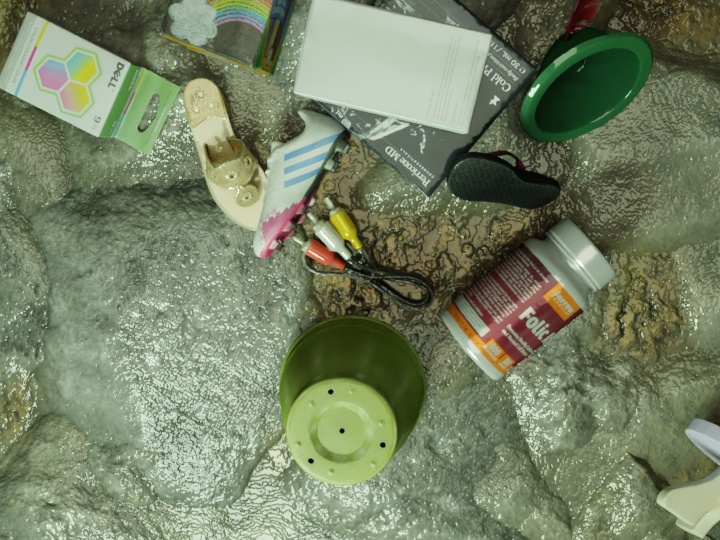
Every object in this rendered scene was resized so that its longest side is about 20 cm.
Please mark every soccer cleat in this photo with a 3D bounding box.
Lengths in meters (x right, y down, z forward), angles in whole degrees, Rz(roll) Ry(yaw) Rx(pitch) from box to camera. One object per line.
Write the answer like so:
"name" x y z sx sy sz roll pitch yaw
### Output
"soccer cleat" -0.094 -0.114 1.127 0.086 0.070 0.200 33 93 5

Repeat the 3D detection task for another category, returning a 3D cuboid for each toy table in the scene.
"toy table" 0.472 0.291 1.103 0.200 0.184 0.117 34 82 7

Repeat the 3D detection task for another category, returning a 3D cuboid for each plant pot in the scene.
"plant pot" -0.017 0.171 1.094 0.200 0.193 0.201 1 98 4

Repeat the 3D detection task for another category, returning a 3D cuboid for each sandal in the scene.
"sandal" -0.176 -0.144 1.121 0.078 0.070 0.212 -22 96 6
"sandal" 0.169 -0.115 1.067 0.075 0.200 0.045 -31 64 36

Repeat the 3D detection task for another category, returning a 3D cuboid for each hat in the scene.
"hat" 0.250 -0.282 1.089 0.200 0.166 0.176 -20 59 -9

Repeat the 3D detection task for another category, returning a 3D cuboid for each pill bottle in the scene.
"pill bottle" 0.211 0.034 1.101 0.200 0.114 0.114 -41 94 8

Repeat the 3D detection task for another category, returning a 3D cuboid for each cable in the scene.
"cable" 0.000 0.000 1.141 0.200 0.050 0.097 40 102 -2

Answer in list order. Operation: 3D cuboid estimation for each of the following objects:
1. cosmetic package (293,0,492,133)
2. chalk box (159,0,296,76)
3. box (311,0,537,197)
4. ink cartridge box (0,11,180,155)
"cosmetic package" 0.035 -0.225 0.971 0.200 0.081 0.113 15 99 3
"chalk box" -0.142 -0.354 1.065 0.125 0.124 0.200 20 98 1
"box" 0.071 -0.228 1.070 0.200 0.124 0.197 40 100 -2
"ink cartridge box" -0.346 -0.236 1.124 0.200 0.059 0.104 27 99 -1
